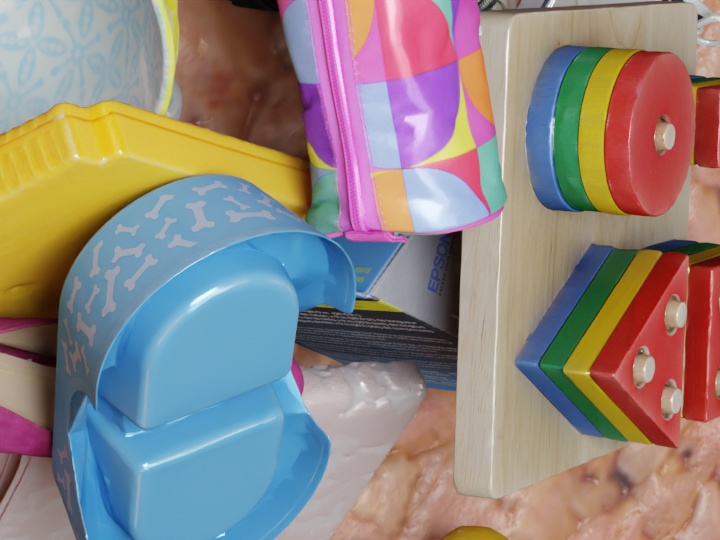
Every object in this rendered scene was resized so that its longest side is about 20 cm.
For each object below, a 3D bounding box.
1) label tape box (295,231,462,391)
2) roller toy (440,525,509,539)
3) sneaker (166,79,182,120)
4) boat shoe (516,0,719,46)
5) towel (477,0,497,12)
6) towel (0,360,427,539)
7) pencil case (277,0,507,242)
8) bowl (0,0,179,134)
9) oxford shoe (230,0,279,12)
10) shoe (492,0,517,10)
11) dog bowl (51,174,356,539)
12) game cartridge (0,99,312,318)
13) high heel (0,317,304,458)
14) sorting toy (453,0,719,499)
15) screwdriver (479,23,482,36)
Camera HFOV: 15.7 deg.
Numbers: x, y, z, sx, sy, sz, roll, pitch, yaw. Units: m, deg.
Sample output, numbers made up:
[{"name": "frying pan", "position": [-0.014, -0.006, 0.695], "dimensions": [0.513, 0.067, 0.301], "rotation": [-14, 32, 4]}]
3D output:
[{"name": "label tape box", "position": [0.000, 0.000, 1.192], "dimensions": [0.200, 0.144, 0.063], "rotation": [25, 75, -43]}, {"name": "roller toy", "position": [0.062, 0.252, 1.355], "dimensions": [0.139, 0.200, 0.183], "rotation": [-14, 150, -32]}, {"name": "sneaker", "position": [-0.163, -0.016, 1.113], "dimensions": [0.200, 0.078, 0.100], "rotation": [-22, 140, -20]}, {"name": "boat shoe", "position": [0.143, -0.131, 1.284], "dimensions": [0.075, 0.086, 0.202], "rotation": [34, 89, -43]}, {"name": "towel", "position": [0.041, -0.212, 1.059], "dimensions": [0.034, 0.193, 0.201], "rotation": [-3, 76, -15]}, {"name": "towel", "position": [-0.090, 0.108, 1.204], "dimensions": [0.200, 0.032, 0.191], "rotation": [-5, 144, -33]}, {"name": "pencil case", "position": [0.003, -0.109, 1.006], "dimensions": [0.088, 0.088, 0.201], "rotation": [-21, 108, -29]}, {"name": "bowl", "position": [-0.158, -0.128, 1.019], "dimensions": [0.108, 0.200, 0.200], "rotation": [-76, 152, -46]}, {"name": "oxford shoe", "position": [-0.033, -0.151, 1.084], "dimensions": [0.200, 0.084, 0.073], "rotation": [20, 86, -70]}, {"name": "shoe", "position": [0.051, -0.101, 1.249], "dimensions": [0.070, 0.053, 0.201], "rotation": [-12, 119, -33]}, {"name": "dog bowl", "position": [-0.066, 0.044, 1.007], "dimensions": [0.111, 0.050, 0.200], "rotation": [-20, 143, -26]}, {"name": "game cartridge", "position": [-0.137, -0.006, 1.024], "dimensions": [0.200, 0.033, 0.176], "rotation": [-27, 163, 21]}, {"name": "high heel", "position": [-0.098, 0.047, 1.050], "dimensions": [0.199, 0.096, 0.068], "rotation": [-6, 82, -29]}, {"name": "sorting toy", "position": [0.119, -0.013, 1.138], "dimensions": [0.199, 0.069, 0.201], "rotation": [-13, 107, -59]}, {"name": "screwdriver", "position": [0.007, -0.164, 1.091], "dimensions": [0.029, 0.200, 0.028], "rotation": [15, 126, -36]}]
